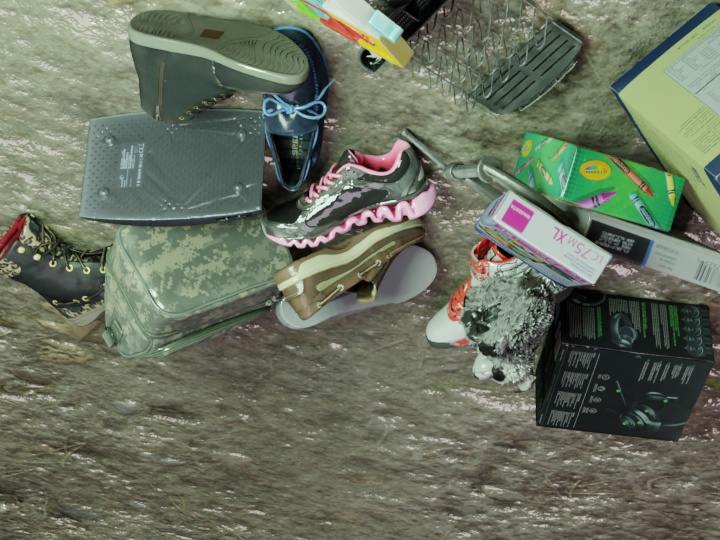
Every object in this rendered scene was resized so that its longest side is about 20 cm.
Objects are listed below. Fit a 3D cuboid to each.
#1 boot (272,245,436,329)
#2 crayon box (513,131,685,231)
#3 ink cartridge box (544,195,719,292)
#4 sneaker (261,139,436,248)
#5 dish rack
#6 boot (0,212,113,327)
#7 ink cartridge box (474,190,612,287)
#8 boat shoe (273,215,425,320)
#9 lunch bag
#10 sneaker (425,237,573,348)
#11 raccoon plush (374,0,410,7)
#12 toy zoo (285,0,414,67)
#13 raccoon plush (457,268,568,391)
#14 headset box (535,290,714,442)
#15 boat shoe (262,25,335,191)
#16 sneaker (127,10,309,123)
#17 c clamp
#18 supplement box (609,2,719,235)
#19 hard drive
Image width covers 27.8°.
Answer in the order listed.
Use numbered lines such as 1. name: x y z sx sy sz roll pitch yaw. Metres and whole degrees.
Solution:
1. boot: -0.012 0.015 1.749 0.199 0.096 0.074 -16 97 -10
2. crayon box: 0.241 -0.095 1.497 0.118 0.200 0.058 15 97 -10
3. ink cartridge box: 0.297 -0.032 1.564 0.197 0.200 0.047 16 95 -12
4. sneaker: -0.020 -0.091 1.613 0.199 0.079 0.096 -17 126 3
5. dish rack: 0.116 -0.224 1.462 0.200 0.055 0.153 28 135 -24
6. boot: -0.345 -0.016 1.749 0.150 0.073 0.200 33 138 -27
7. ink cartridge box: 0.180 -0.029 1.481 0.119 0.042 0.200 33 180 -1
8. boat shoe: -0.003 0.002 1.644 0.202 0.075 0.075 -24 176 -29
9. lunch bag: -0.192 0.015 1.672 0.200 0.140 0.168 -21 162 -32
10. sneaker: 0.143 0.017 1.728 0.201 0.067 0.108 -24 130 25
11. raccoon plush: 0.021 -0.335 1.338 0.200 0.134 0.097 35 152 20
12. toy zoo: -0.031 -0.250 1.350 0.020 0.200 0.131 -55 142 0
13. raccoon plush: 0.209 0.065 1.673 0.200 0.097 0.134 -23 141 21
14. headset box: 0.330 0.120 1.801 0.199 0.093 0.174 6 139 -1
15. boat shoe: -0.064 -0.166 1.539 0.084 0.069 0.200 -1 139 8
16. sneaker: -0.141 -0.195 1.484 0.200 0.075 0.106 18 133 20
17. c clamp: 0.134 -0.089 1.519 0.171 0.027 0.200 36 175 -17
18. supplement box: 0.382 -0.117 1.412 0.134 0.200 0.200 -40 127 5
19. hard drive: -0.200 -0.109 1.579 0.199 0.135 0.042 -2 155 7
